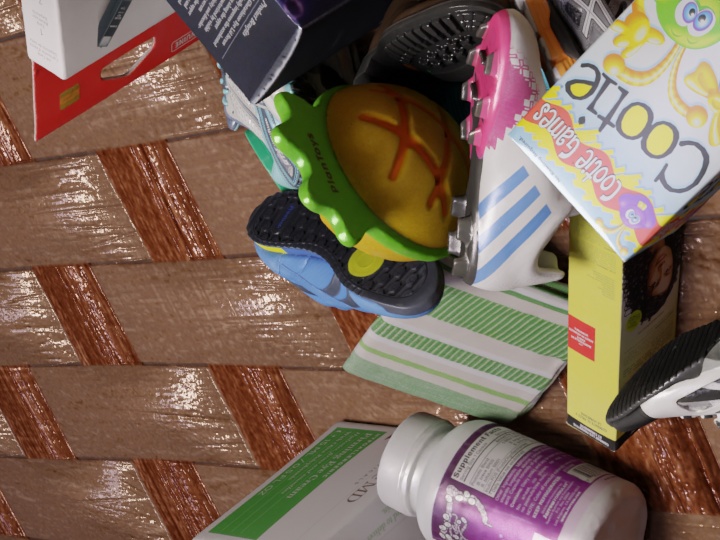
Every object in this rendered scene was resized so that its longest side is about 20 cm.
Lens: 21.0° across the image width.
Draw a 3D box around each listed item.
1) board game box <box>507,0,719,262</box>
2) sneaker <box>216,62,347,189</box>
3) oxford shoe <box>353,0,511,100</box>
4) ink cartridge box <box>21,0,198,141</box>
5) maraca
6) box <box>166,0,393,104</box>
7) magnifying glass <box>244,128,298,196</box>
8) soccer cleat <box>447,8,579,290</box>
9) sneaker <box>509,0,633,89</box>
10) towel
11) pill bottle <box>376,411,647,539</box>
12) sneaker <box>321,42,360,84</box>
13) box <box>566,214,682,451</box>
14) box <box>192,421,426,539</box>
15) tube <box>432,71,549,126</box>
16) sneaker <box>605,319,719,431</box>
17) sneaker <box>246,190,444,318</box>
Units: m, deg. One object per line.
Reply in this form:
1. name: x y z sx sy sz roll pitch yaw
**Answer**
1. board game box: 0.198 -0.115 1.101 0.105 0.103 0.200 47 116 9
2. sneaker: -0.080 -0.148 1.430 0.086 0.077 0.200 -43 70 38
3. oxford shoe: 0.052 -0.171 1.319 0.072 0.085 0.200 25 168 -18
4. ink cartridge box: -0.166 -0.201 1.471 0.045 0.200 0.177 32 141 27
5. maraca: 0.009 -0.067 1.312 0.107 0.200 0.137 -37 71 27
6. box: -0.070 -0.244 1.361 0.200 0.148 0.104 49 146 5
7. magnifying glass: -0.033 -0.042 1.552 0.200 0.022 0.080 55 -177 -37
8. soccer cleat: 0.107 -0.077 1.253 0.070 0.086 0.201 -98 11 -56
9. sneaker: 0.139 -0.169 1.240 0.078 0.077 0.201 69 176 -82
10. towel: 0.087 0.051 1.479 0.152 0.023 0.200 19 148 -10
11. pill bottle: 0.115 0.185 1.534 0.199 0.112 0.113 21 135 31
12. sneaker: -0.020 -0.126 1.477 0.200 0.076 0.092 50 143 4
13. box: 0.183 0.027 1.357 0.050 0.075 0.201 29 141 33
14. box: 0.002 0.267 1.686 0.171 0.199 0.201 1 120 50
15. tube: 0.086 -0.112 1.380 0.200 0.050 0.078 -10 118 50
16. sneaker: 0.252 0.076 1.283 0.200 0.074 0.089 -32 104 38
17. sneaker: 0.000 0.000 1.435 0.200 0.066 0.079 22 156 46
